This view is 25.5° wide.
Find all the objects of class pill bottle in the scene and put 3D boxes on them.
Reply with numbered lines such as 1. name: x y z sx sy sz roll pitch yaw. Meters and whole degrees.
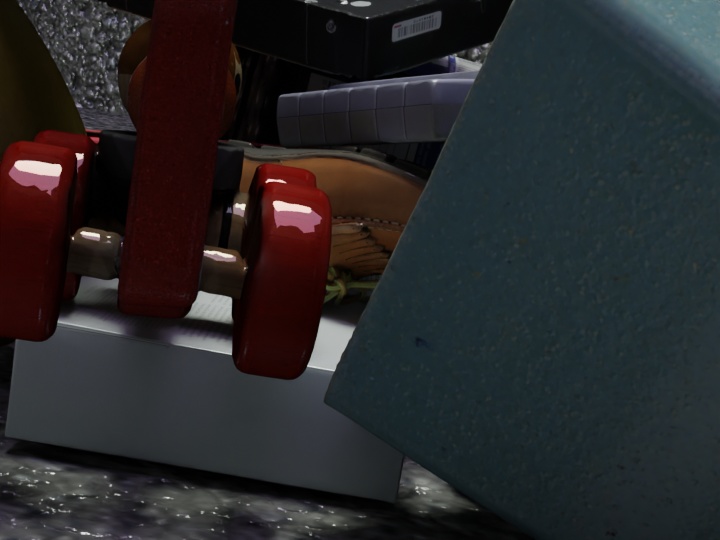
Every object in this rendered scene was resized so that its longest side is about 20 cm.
1. pill bottle: -0.010 -0.083 0.911 0.199 0.113 0.112 16 7 -3

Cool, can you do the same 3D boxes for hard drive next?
1. hard drive: -0.028 -0.152 0.862 0.199 0.038 0.139 21 30 34

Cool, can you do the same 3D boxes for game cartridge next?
1. game cartridge: 0.074 -0.078 0.764 0.199 0.039 0.129 -5 10 -35

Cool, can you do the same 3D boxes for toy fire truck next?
1. toy fire truck: -0.064 -0.060 0.573 0.111 0.169 0.200 9 8 -7

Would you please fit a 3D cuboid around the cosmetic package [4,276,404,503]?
1. cosmetic package: -0.054 0.040 0.680 0.150 0.052 0.200 8 7 0

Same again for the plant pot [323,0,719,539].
1. plant pot: 0.144 0.002 0.536 0.200 0.197 0.196 39 42 15

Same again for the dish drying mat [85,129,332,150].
1. dish drying mat: -0.083 -0.053 0.850 0.198 0.018 0.077 5 -16 16

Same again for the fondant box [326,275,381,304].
1. fondant box: 0.000 0.000 0.846 0.198 0.059 0.144 8 -11 16

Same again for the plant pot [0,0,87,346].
1. plant pot: -0.198 -0.040 0.700 0.199 0.201 0.142 15 -15 42

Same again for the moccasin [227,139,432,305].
1. moccasin: -0.024 -0.017 0.726 0.200 0.078 0.074 9 -10 25
